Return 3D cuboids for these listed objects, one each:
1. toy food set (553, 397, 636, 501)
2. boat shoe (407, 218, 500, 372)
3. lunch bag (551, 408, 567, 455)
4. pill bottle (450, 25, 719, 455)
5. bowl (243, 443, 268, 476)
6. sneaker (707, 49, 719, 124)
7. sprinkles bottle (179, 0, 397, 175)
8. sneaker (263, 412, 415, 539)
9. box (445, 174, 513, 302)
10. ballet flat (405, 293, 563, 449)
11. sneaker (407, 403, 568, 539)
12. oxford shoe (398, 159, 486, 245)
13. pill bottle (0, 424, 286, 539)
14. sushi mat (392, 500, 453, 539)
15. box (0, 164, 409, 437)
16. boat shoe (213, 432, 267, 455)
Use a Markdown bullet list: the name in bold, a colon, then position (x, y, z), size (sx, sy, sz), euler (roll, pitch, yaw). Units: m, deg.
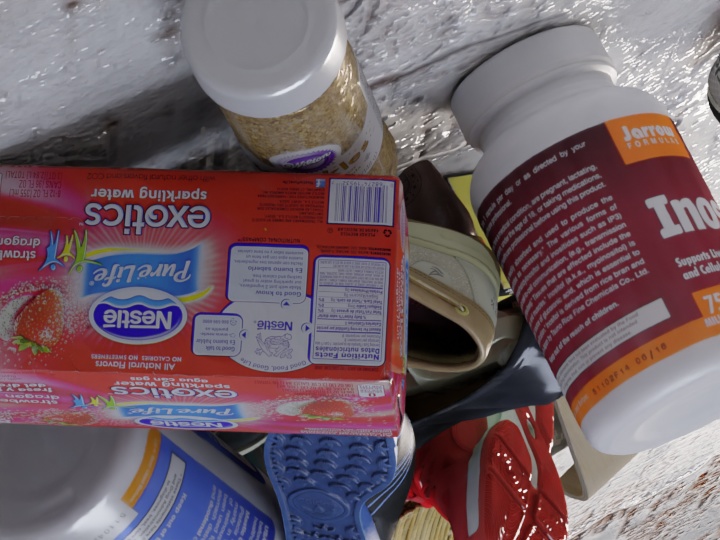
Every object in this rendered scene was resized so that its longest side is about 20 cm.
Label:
- **toy food set**: position (0.153, 0.033, 1.656), size (0.143, 0.060, 0.200), euler (-40, 139, -16)
- **boat shoe**: position (-0.026, 0.005, 1.345), size (0.200, 0.066, 0.074), euler (8, 131, -8)
- **lunch bag**: position (0.016, 0.114, 1.744), size (0.164, 0.118, 0.200), euler (-11, 163, -47)
- **pill bottle**: position (0.125, -0.018, 1.382), size (0.113, 0.200, 0.113), euler (-23, 162, -8)
- **bowl**: position (-0.115, 0.154, 1.603), size (0.201, 0.201, 0.105), euler (-15, 138, -30)
- **sneaker**: position (0.274, -0.116, 1.519), size (0.200, 0.074, 0.087), euler (-12, 157, -24)
- **sprinkles bottle**: position (-0.028, -0.077, 1.230), size (0.068, 0.068, 0.200), euler (-26, 162, 1)
- **sneaker**: position (-0.007, 0.085, 1.394), size (0.070, 0.078, 0.200), euler (13, 147, 5)
- **box**: position (0.021, 0.027, 1.572), size (0.050, 0.075, 0.200), euler (-8, 154, -47)
- **ballet flat**: position (0.032, 0.056, 1.473), size (0.200, 0.073, 0.073), euler (-20, 168, 35)
- **sneaker**: position (0.048, 0.125, 1.520), size (0.115, 0.078, 0.200), euler (-30, -159, 21)
- **oxford shoe**: position (0.000, 0.000, 1.484), size (0.071, 0.073, 0.200), euler (-14, 169, -38)
- **pill bottle**: position (-0.108, 0.131, 1.433), size (0.112, 0.112, 0.200), euler (-31, 138, 15)
- **sushi mat**: position (0.057, 0.148, 1.674), size (0.096, 0.012, 0.200), euler (-25, 165, -9)
- **box**: position (-0.079, 0.015, 1.248), size (0.200, 0.100, 0.096), euler (1, 161, 4)
- **boat shoe**: position (-0.097, 0.064, 1.521), size (0.068, 0.072, 0.200), euler (-37, 155, 29)
